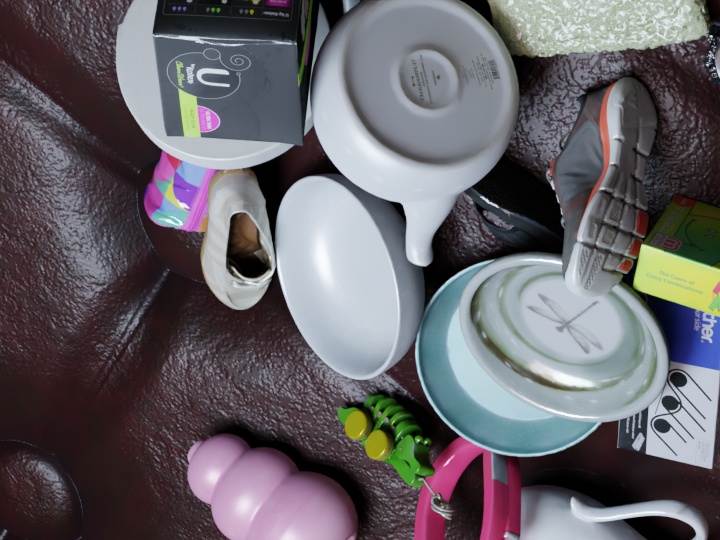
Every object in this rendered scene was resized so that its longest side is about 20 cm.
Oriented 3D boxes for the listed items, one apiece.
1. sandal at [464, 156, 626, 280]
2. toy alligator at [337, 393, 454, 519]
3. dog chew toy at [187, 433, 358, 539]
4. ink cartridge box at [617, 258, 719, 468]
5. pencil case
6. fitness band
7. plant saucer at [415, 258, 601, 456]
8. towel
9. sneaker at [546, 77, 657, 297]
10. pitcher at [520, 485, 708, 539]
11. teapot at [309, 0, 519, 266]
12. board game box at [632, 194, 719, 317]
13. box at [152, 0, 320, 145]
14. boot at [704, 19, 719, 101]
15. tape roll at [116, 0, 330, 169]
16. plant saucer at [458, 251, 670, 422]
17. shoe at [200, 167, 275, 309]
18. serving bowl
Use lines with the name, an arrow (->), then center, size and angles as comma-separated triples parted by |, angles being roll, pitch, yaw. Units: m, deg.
sandal -> 0.153, -0.043, 1.738 | 0.200, 0.075, 0.048 | 36, 125, 4
toy alligator -> 0.045, 0.174, 1.909 | 0.200, 0.059, 0.055 | 39, 103, 46
dog chew toy -> -0.101, 0.246, 2.025 | 0.199, 0.124, 0.125 | 35, 129, 16
ink cartridge box -> 0.290, 0.081, 1.756 | 0.093, 0.044, 0.201 | 11, 122, 21
pencil case -> -0.146, -0.125, 1.845 | 0.088, 0.088, 0.201 | 33, 131, 7
fitness band -> 0.103, 0.245, 1.864 | 0.037, 0.201, 0.144 | 24, 134, -21
plant saucer -> 0.152, 0.078, 1.812 | 0.198, 0.036, 0.202 | 5, 110, 12
towel -> 0.193, -0.251, 1.617 | 0.199, 0.037, 0.149 | -1, 118, 29
sneaker -> 0.200, -0.068, 1.651 | 0.082, 0.201, 0.077 | -4, 151, 44
pitcher -> 0.230, 0.266, 1.855 | 0.199, 0.121, 0.173 | 18, 127, 8
teapot -> 0.035, -0.145, 1.679 | 0.197, 0.201, 0.146 | 33, 158, -7
board game box -> 0.347, 0.004, 1.644 | 0.199, 0.102, 0.048 | 19, 124, 18
box -> -0.100, -0.231, 1.627 | 0.123, 0.201, 0.149 | 3, 150, 3
boot -> 0.380, -0.143, 1.556 | 0.162, 0.073, 0.200 | -17, 102, 32
tape roll -> -0.123, -0.193, 1.741 | 0.202, 0.204, 0.037 | 33, 172, 7
plant saucer -> 0.189, 0.050, 1.725 | 0.199, 0.050, 0.201 | 17, 138, 16
shoe -> -0.120, -0.019, 1.875 | 0.069, 0.054, 0.201 | -15, 143, -11
serving bowl -> 0.000, 0.000, 1.830 | 0.200, 0.065, 0.202 | 29, 127, 46
